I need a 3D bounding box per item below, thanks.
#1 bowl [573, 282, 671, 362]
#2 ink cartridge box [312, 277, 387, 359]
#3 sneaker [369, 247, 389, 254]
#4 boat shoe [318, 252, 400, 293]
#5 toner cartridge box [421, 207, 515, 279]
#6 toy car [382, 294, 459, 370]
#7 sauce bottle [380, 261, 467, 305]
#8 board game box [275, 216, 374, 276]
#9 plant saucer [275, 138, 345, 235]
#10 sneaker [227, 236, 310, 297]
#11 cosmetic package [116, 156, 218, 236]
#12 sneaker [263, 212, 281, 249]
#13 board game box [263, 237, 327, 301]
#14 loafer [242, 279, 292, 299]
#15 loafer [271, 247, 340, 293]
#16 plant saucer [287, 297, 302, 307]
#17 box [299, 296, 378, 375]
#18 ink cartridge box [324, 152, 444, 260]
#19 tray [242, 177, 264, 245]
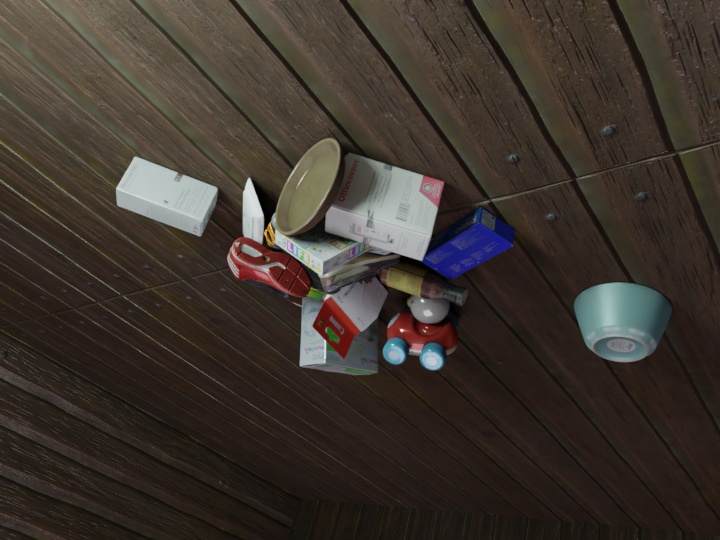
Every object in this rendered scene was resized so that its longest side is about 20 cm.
[{"bbox_3d":[0.561,0.125,1.365,0.199,0.106,0.201,13,149,8],"label":"bowl"},{"bbox_3d":[-0.020,0.088,1.499,0.057,0.201,0.163,0,145,34],"label":"ink cartridge box"},{"bbox_3d":[0.062,-0.074,1.347,0.199,0.076,0.088,6,155,35],"label":"sneaker"},{"bbox_3d":[0.000,0.000,1.395,0.072,0.198,0.065,19,120,60],"label":"boat shoe"},{"bbox_3d":[0.218,-0.052,1.319,0.095,0.043,0.200,31,146,-19],"label":"toner cartridge box"},{"bbox_3d":[0.147,0.100,1.513,0.175,0.184,0.202,6,117,19],"label":"toy car"},{"bbox_3d":[0.142,0.031,1.422,0.199,0.066,0.066,21,152,26],"label":"sauce bottle"},{"bbox_3d":[-0.048,-0.073,1.236,0.134,0.199,0.034,33,135,30],"label":"board game box"},{"bbox_3d":[-0.092,-0.151,1.174,0.029,0.202,0.199,28,148,-31],"label":"plant saucer"},{"bbox_3d":[-0.212,0.002,1.437,0.199,0.079,0.115,37,152,-13],"label":"sneaker"},{"bbox_3d":[-0.429,-0.165,1.411,0.198,0.102,0.074,20,148,-7],"label":"cosmetic package"},{"bbox_3d":[-0.170,-0.081,1.357,0.077,0.079,0.200,-22,173,-3],"label":"sneaker"},{"bbox_3d":[-0.149,-0.002,1.519,0.198,0.102,0.048,17,147,0],"label":"board game box"},{"bbox_3d":[-0.239,0.008,1.600,0.199,0.068,0.071,21,122,31],"label":"loafer"},{"bbox_3d":[-0.113,-0.023,1.454,0.199,0.071,0.073,35,148,20],"label":"loafer"},{"bbox_3d":[-0.141,0.050,1.660,0.198,0.035,0.201,13,149,8],"label":"plant saucer"},{"bbox_3d":[-0.052,0.166,1.602,0.096,0.178,0.199,-14,157,39],"label":"box"},{"bbox_3d":[0.046,-0.122,1.197,0.198,0.147,0.083,17,144,2],"label":"ink cartridge box"},{"bbox_3d":[-0.243,-0.105,1.413,0.022,0.108,0.200,-13,153,-18],"label":"tray"}]
